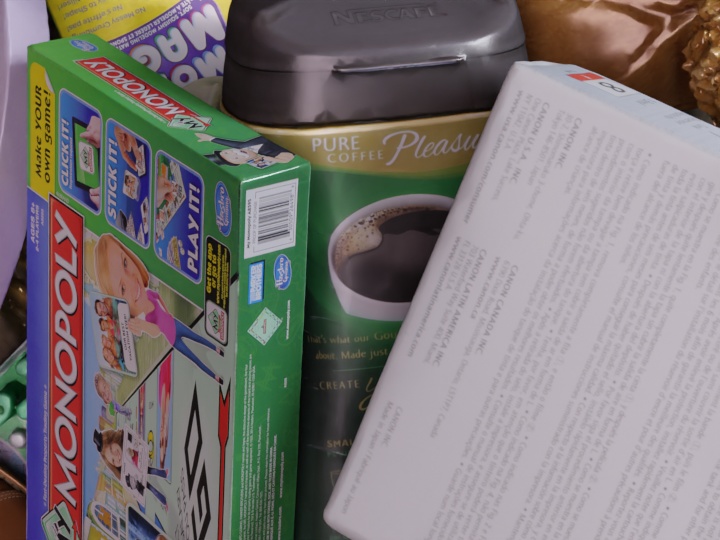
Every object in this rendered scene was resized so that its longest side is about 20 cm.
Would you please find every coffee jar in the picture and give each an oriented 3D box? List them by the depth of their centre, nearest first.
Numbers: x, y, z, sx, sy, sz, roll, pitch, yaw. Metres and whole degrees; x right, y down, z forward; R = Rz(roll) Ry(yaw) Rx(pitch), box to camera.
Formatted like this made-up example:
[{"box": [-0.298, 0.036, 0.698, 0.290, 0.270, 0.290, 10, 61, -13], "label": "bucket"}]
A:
[{"box": [0.008, 0.000, 0.875, 0.104, 0.085, 0.200, -6, 107, -11], "label": "coffee jar"}]

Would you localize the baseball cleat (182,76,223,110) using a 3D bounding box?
[{"box": [0.000, 0.000, 0.970, 0.200, 0.070, 0.106, 33, 137, -13], "label": "baseball cleat"}]

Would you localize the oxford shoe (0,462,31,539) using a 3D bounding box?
[{"box": [-0.146, 0.114, 0.974, 0.200, 0.071, 0.071, 25, 104, 4], "label": "oxford shoe"}]

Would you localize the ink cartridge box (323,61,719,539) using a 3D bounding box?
[{"box": [0.106, 0.047, 0.779, 0.200, 0.050, 0.162, 27, 104, 19], "label": "ink cartridge box"}]

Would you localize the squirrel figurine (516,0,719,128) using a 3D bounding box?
[{"box": [0.142, -0.093, 0.859, 0.186, 0.200, 0.142, -12, 106, -3], "label": "squirrel figurine"}]

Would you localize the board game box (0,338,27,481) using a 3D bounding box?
[{"box": [-0.122, 0.160, 1.027, 0.200, 0.026, 0.200, 45, 102, -2], "label": "board game box"}]

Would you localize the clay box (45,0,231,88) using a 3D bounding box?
[{"box": [-0.067, -0.135, 0.956, 0.115, 0.048, 0.200, -22, 96, 10], "label": "clay box"}]

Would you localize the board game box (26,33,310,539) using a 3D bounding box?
[{"box": [-0.069, 0.036, 0.878, 0.029, 0.135, 0.200, -15, 120, -34], "label": "board game box"}]

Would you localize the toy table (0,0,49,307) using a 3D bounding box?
[{"box": [-0.198, -0.039, 0.915, 0.184, 0.117, 0.200, -2, 80, 45], "label": "toy table"}]
